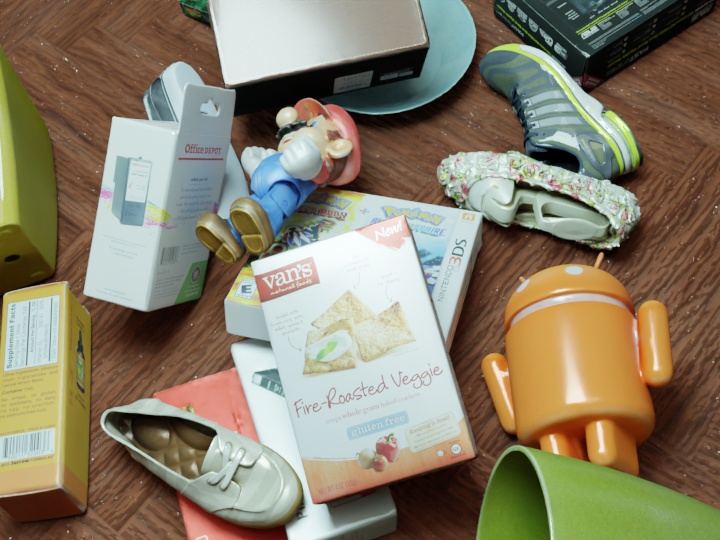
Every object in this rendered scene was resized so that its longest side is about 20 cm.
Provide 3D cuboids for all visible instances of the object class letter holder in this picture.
[{"bbox_3d":[-0.047,-0.251,1.063,0.198,0.101,0.143,-13,84,-4],"label":"letter holder"}]

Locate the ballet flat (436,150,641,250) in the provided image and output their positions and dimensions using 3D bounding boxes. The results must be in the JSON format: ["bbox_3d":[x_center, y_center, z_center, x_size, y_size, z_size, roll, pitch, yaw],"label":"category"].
[{"bbox_3d":[0.163,-0.066,1.019,0.198,0.076,0.064,12,42,13],"label":"ballet flat"}]

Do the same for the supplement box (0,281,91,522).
[{"bbox_3d":[-0.280,0.114,0.960,0.068,0.067,0.201,-8,58,4],"label":"supplement box"}]

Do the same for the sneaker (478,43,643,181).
[{"bbox_3d":[0.184,-0.151,1.076,0.081,0.074,0.200,-38,61,-14],"label":"sneaker"}]

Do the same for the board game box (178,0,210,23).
[{"bbox_3d":[-0.101,-0.298,1.190,0.199,0.024,0.105,26,69,36],"label":"board game box"}]

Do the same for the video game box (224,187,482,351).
[{"bbox_3d":[0.000,0.000,0.986,0.198,0.047,0.183,10,39,11],"label":"video game box"}]

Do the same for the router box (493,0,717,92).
[{"bbox_3d":[0.263,-0.298,1.161,0.199,0.062,0.150,-33,62,-14],"label":"router box"}]

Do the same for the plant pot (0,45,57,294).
[{"bbox_3d":[-0.391,-0.071,1.019,0.198,0.200,0.178,-20,70,-7],"label":"plant pot"}]

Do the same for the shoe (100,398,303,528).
[{"bbox_3d":[-0.136,0.158,0.901,0.199,0.053,0.070,19,80,31],"label":"shoe"}]

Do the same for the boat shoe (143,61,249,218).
[{"bbox_3d":[-0.171,-0.111,1.090,0.068,0.072,0.201,-32,71,25],"label":"boat shoe"}]

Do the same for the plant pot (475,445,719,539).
[{"bbox_3d":[0.203,0.231,0.794,0.198,0.188,0.189,6,58,-9],"label":"plant pot"}]

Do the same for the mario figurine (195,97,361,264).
[{"bbox_3d":[-0.077,-0.099,0.989,0.123,0.107,0.200,16,43,22],"label":"mario figurine"}]

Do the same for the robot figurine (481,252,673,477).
[{"bbox_3d":[0.179,0.082,0.907,0.116,0.144,0.202,8,58,-15],"label":"robot figurine"}]

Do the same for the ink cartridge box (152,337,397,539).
[{"bbox_3d":[-0.080,0.153,0.931,0.172,0.044,0.201,-18,59,-7],"label":"ink cartridge box"}]

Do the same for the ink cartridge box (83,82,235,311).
[{"bbox_3d":[-0.178,-0.073,0.979,0.067,0.117,0.202,15,99,15],"label":"ink cartridge box"}]

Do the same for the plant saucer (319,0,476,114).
[{"bbox_3d":[0.024,-0.235,1.160,0.199,0.039,0.203,-2,59,3],"label":"plant saucer"}]

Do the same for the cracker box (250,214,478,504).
[{"bbox_3d":[0.003,0.071,0.869,0.133,0.058,0.202,-18,77,6],"label":"cracker box"}]
